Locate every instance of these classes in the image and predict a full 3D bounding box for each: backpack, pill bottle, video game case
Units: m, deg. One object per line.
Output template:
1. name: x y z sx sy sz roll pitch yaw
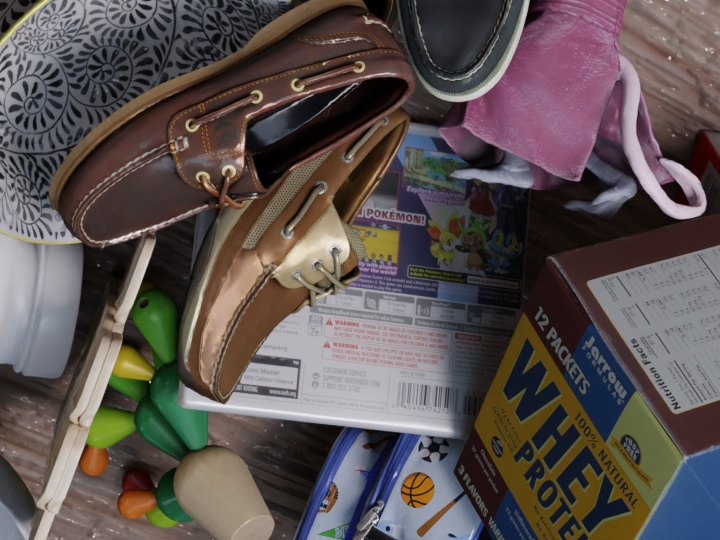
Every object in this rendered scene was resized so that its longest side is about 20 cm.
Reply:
1. backpack: 0.047 0.166 1.200 0.154 0.200 0.191 30 90 12
2. pill bottle: -0.262 0.006 1.071 0.199 0.113 0.113 10 120 -16
3. video game case: 0.000 0.000 1.110 0.199 0.023 0.183 8 81 -15

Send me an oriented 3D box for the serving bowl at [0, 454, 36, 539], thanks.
1. serving bowl: -0.283 0.149 1.175 0.199 0.066 0.201 6 130 7

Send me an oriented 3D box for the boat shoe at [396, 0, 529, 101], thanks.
1. boat shoe: 0.055 -0.189 0.971 0.074 0.066 0.200 11 84 13

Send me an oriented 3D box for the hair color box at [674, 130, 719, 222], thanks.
1. hair color box: 0.305 -0.024 1.172 0.199 0.102 0.061 7 122 -15

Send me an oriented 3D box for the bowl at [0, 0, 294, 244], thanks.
1. bowl: -0.141 -0.118 1.008 0.200 0.094 0.201 -26 147 -18

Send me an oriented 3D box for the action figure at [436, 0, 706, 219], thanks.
1. action figure: 0.115 -0.138 1.024 0.134 0.149 0.201 20 81 -52

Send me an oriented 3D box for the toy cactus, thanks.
1. toy cactus: -0.101 0.104 1.146 0.102 0.165 0.200 -14 136 -33

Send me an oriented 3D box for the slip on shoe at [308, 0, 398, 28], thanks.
1. slip on shoe: 0.001 -0.215 1.010 0.076 0.061 0.201 0 123 -11

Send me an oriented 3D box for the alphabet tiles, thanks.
1. alphabet tiles: -0.155 0.065 1.071 0.015 0.200 0.196 20 97 -9

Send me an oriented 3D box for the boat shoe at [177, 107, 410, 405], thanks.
1. boat shoe: -0.034 -0.020 1.040 0.074 0.200 0.076 21 166 14

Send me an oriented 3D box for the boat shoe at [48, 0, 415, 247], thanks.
1. boat shoe: -0.066 -0.069 0.988 0.200 0.070 0.070 -34 150 0

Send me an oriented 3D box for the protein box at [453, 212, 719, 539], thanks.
1. protein box: 0.188 0.082 1.045 0.199 0.135 0.199 -13 145 -26
